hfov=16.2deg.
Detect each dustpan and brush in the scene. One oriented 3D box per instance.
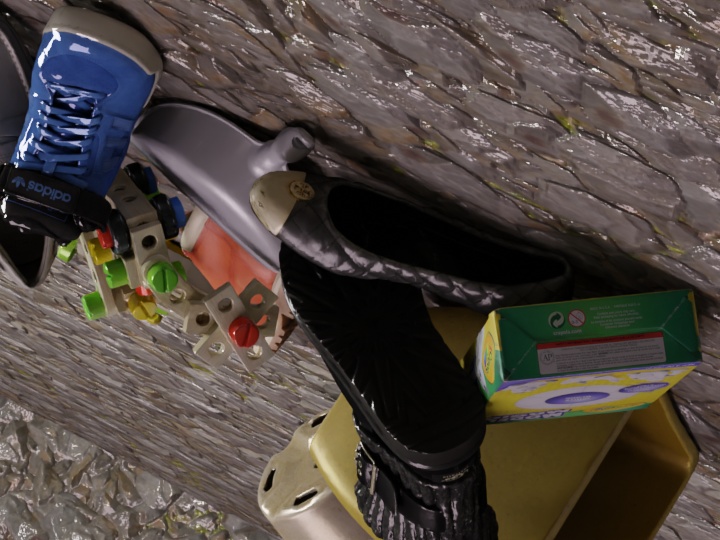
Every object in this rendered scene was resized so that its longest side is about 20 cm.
[{"bbox_3d":[-0.067,-0.062,1.580,0.140,0.057,0.200,43,172,-10],"label":"dustpan and brush"}]

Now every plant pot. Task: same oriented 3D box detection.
[{"bbox_3d":[0.013,0.227,2.300,0.184,0.201,0.200,48,160,-26],"label":"plant pot"},{"bbox_3d":[0.084,0.134,1.720,0.200,0.194,0.196,29,169,24],"label":"plant pot"}]

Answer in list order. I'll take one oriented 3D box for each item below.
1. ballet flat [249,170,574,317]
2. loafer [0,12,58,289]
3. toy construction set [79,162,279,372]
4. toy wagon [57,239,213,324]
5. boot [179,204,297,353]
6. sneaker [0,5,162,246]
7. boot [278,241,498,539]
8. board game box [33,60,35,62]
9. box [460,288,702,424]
[{"bbox_3d":[0.032,-0.021,1.494,0.200,0.067,0.057,19,141,-1],"label":"ballet flat"},{"bbox_3d":[-0.230,-0.079,1.638,0.070,0.070,0.200,-116,11,-54],"label":"loafer"},{"bbox_3d":[-0.138,0.000,1.675,0.200,0.092,0.131,26,134,51],"label":"toy construction set"},{"bbox_3d":[-0.177,0.006,2.112,0.155,0.040,0.200,29,169,0],"label":"toy wagon"},{"bbox_3d":[-0.078,-0.004,1.789,0.107,0.075,0.200,31,160,5],"label":"boot"},{"bbox_3d":[-0.176,-0.078,1.541,0.077,0.111,0.200,21,161,-4],"label":"sneaker"},{"bbox_3d":[0.016,0.076,1.563,0.158,0.079,0.211,80,166,-56],"label":"boot"},{"bbox_3d":[-0.311,-0.136,1.779,0.200,0.056,0.196,27,168,4],"label":"board game box"},{"bbox_3d":[0.124,0.055,1.495,0.117,0.048,0.200,-6,171,-4],"label":"box"}]
